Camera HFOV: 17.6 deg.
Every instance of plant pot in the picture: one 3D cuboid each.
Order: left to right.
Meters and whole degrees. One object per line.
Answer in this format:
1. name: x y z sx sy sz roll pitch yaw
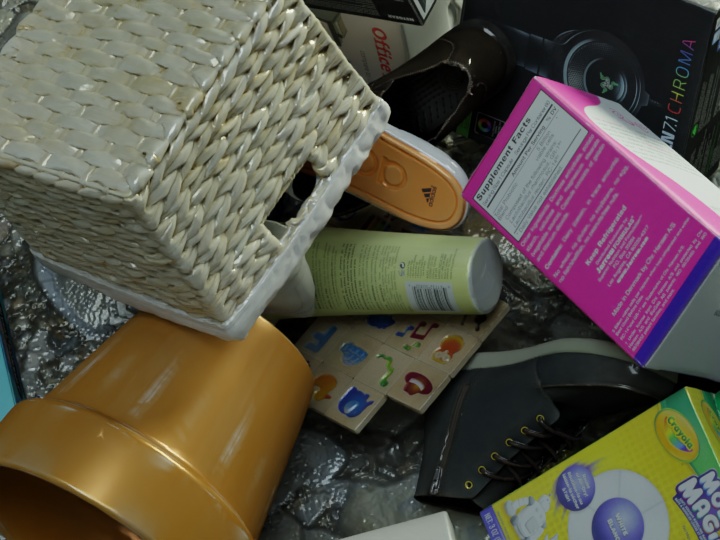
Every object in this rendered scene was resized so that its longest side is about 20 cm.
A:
1. plant pot: -0.129 0.117 1.545 0.200 0.200 0.184 23 62 21

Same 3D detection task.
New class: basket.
1. basket: -0.128 -0.094 1.509 0.200 0.161 0.199 18 66 39

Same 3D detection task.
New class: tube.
1. tube: 0.000 0.000 1.610 0.199 0.052 0.058 1 62 30

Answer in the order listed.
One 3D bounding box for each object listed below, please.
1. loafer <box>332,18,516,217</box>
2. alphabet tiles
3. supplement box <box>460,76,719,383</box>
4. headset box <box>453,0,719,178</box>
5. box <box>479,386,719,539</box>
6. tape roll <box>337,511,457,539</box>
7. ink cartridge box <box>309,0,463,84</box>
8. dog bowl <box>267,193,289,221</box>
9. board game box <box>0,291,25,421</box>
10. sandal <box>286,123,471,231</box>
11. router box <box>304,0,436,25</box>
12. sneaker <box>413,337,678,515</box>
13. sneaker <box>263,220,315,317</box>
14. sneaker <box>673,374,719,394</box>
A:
1. loafer: 0.020 -0.106 1.648 0.073 0.071 0.200 49 119 2
2. alphabet tiles: 0.006 0.030 1.639 0.200 0.008 0.167 25 66 43
3. supplement box: 0.177 -0.028 1.523 0.200 0.101 0.104 47 113 37
4. headset box: 0.165 -0.160 1.650 0.199 0.175 0.093 25 39 21
5. box: 0.183 0.161 1.489 0.200 0.048 0.118 -34 64 24
6. tape roll: 0.014 0.262 1.432 0.139 0.203 0.203 -16 59 1
7. ink cartridge box: -0.026 -0.205 1.735 0.199 0.146 0.084 23 67 22
8. dog bowl: -0.152 -0.084 1.728 0.199 0.079 0.201 -5 60 8
9. board game box: -0.325 0.080 1.684 0.150 0.047 0.201 -18 60 0
10. sandal: -0.021 -0.081 1.604 0.206 0.079 0.059 24 32 20
11. router box: -0.014 -0.260 1.626 0.199 0.052 0.158 14 65 32
12. sneaker: 0.124 0.110 1.551 0.200 0.075 0.107 -9 61 44
13. sneaker: -0.122 -0.005 1.612 0.199 0.089 0.075 18 67 25
14. sneaker: 0.214 0.126 1.540 0.074 0.085 0.201 1 61 12
